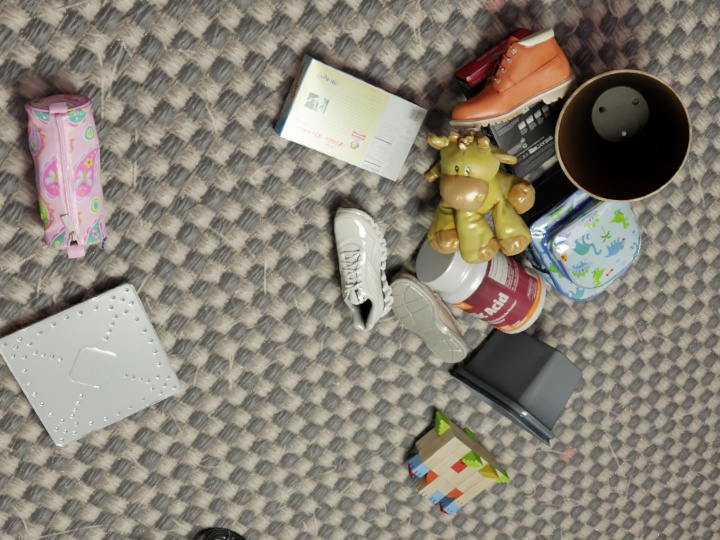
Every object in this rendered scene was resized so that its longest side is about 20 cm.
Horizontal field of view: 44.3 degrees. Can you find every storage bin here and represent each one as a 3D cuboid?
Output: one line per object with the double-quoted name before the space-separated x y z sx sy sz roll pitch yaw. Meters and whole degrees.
"storage bin" 0.276 0.186 1.493 0.145 0.200 0.135 39 86 -32

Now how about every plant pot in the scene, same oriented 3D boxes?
"plant pot" 0.391 -0.220 1.332 0.185 0.200 0.189 5 111 13

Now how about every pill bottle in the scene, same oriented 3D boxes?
"pill bottle" 0.192 0.015 1.416 0.199 0.114 0.115 27 101 -30

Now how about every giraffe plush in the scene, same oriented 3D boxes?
"giraffe plush" 0.163 -0.126 1.269 0.171 0.202 0.162 -12 160 8

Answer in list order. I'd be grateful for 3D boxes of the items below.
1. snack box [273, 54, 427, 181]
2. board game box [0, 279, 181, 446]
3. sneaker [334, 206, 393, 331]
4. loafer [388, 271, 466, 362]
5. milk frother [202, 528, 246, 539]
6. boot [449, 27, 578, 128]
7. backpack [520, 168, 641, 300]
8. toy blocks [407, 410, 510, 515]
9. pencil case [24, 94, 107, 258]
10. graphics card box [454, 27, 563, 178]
"snack box" -0.012 -0.215 1.267 0.199 0.037 0.117 18 105 -29
"board game box" -0.387 0.134 1.279 0.199 0.026 0.201 -25 121 -11
"sneaker" 0.000 0.000 1.337 0.075 0.081 0.201 -1 121 26
"loafer" 0.109 0.069 1.447 0.071 0.063 0.200 -22 123 27
"milk frother" -0.285 0.542 1.459 0.188 0.182 0.199 -31 162 34
"boot" 0.206 -0.272 1.263 0.199 0.075 0.108 -27 109 -11
"backpack" 0.360 -0.052 1.438 0.182 0.147 0.200 -36 125 -1
"toy blocks" 0.154 0.356 1.582 0.137 0.100 0.200 -41 123 13
"pencil case" -0.374 -0.122 1.132 0.087 0.087 0.202 -7 115 -20
"graphics card box" 0.239 -0.250 1.350 0.125 0.051 0.201 -36 121 -4
